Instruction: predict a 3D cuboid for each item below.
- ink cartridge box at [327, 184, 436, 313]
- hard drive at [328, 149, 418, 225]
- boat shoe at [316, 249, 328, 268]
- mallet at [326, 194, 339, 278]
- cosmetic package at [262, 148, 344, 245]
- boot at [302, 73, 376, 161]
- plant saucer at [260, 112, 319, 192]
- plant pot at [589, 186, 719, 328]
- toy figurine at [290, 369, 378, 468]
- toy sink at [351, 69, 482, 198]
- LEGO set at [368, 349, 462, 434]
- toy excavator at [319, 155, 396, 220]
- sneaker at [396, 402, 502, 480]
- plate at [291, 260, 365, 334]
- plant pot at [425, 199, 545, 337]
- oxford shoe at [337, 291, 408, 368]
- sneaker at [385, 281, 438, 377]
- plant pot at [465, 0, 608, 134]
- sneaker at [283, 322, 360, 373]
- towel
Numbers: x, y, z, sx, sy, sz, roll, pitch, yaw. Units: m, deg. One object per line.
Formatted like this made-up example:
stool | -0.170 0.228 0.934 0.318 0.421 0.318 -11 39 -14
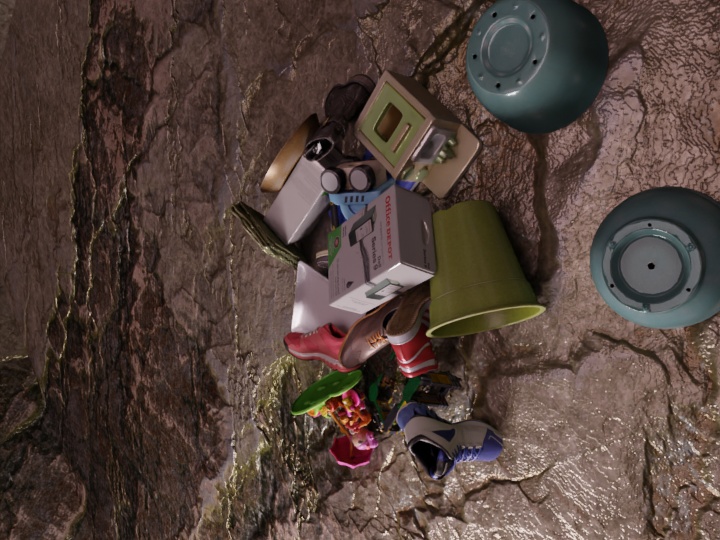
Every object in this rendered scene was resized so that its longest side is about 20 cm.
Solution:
ink cartridge box | 0.030 -0.032 0.917 0.199 0.083 0.150 -32 52 45
hard drive | 0.022 -0.149 1.090 0.133 0.025 0.201 51 123 23
boat shoe | 0.000 0.000 1.061 0.194 0.072 0.067 8 80 12
mallet | -0.041 -0.059 1.121 0.065 0.041 0.206 18 119 36
cosmetic package | -0.113 -0.162 1.139 0.085 0.107 0.201 43 123 8
boot | -0.060 -0.282 1.026 0.176 0.069 0.199 -58 18 -18
plant saucer | -0.139 -0.238 1.125 0.035 0.201 0.201 36 121 -4
plant pot | 0.405 -0.012 0.725 0.196 0.133 0.207 6 99 37
toy figurine | -0.024 0.323 1.121 0.198 0.150 0.187 -27 98 39
toy sink | 0.098 -0.241 0.961 0.201 0.111 0.131 51 123 22
LEGO set | 0.111 0.230 1.036 0.204 0.113 0.154 -67 29 19
toy excavator | 0.035 -0.114 1.021 0.190 0.100 0.205 3 117 29
sneaker | 0.156 0.316 0.929 0.195 0.116 0.082 19 116 -10
plate | -0.068 0.102 1.167 0.198 0.032 0.204 31 126 29
plant pot | 0.188 -0.005 0.890 0.197 0.197 0.195 -23 68 38
oxford shoe | 0.029 0.122 1.039 0.071 0.073 0.200 41 98 -12
sneaker | 0.113 0.107 0.959 0.070 0.200 0.115 -5 115 35
plant pot | 0.250 -0.319 0.797 0.197 0.159 0.207 5 98 38
sneaker | -0.081 0.148 1.141 0.196 0.073 0.089 11 107 30
towel | -0.199 -0.073 1.177 0.036 0.199 0.149 -43 66 8
